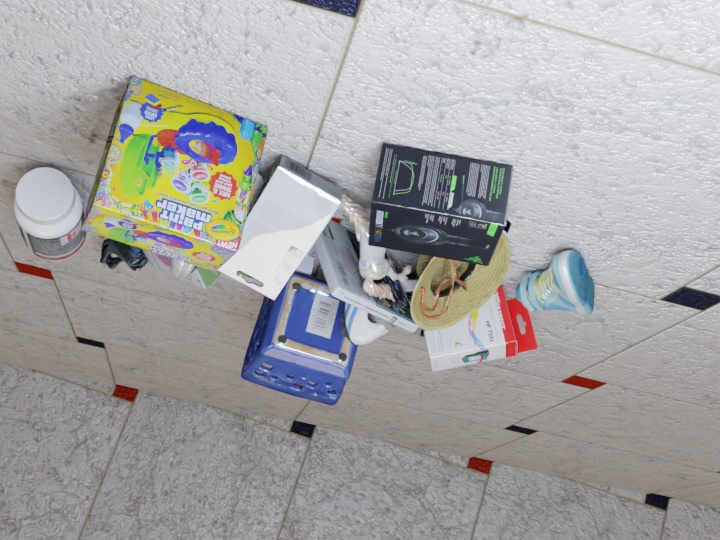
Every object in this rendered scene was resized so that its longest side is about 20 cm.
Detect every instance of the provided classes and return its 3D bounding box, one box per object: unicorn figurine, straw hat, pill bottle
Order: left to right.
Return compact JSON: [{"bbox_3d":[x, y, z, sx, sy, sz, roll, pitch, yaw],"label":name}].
[{"bbox_3d":[-0.544,-0.098,1.691,0.115,0.117,0.200,14,161,-8],"label":"pill bottle"},{"bbox_3d":[0.018,-0.055,1.498,0.074,0.201,0.137,-24,165,38],"label":"unicorn figurine"},{"bbox_3d":[0.140,-0.007,1.570,0.201,0.201,0.085,34,-171,-48],"label":"straw hat"}]

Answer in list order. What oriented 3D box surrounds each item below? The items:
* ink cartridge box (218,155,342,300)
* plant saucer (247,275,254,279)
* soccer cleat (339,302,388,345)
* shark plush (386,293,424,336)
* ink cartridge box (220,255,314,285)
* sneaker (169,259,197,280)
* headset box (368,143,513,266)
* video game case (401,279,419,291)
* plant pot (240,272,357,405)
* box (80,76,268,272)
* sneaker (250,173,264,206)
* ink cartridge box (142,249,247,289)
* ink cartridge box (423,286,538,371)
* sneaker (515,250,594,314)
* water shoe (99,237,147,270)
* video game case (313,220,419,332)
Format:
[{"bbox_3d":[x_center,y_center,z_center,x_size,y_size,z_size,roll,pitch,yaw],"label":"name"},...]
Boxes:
[{"bbox_3d":[-0.124,-0.062,1.454,0.109,0.050,0.200,29,116,-14],"label":"ink cartridge box"},{"bbox_3d":[-0.196,-0.056,1.668,0.199,0.032,0.201,19,146,14],"label":"plant saucer"},{"bbox_3d":[0.004,0.028,1.644,0.086,0.201,0.070,-18,158,21],"label":"soccer cleat"},{"bbox_3d":[0.083,0.077,1.888,0.199,0.083,0.091,-16,110,49],"label":"shark plush"},{"bbox_3d":[-0.219,-0.021,1.837,0.199,0.041,0.199,22,158,-27],"label":"ink cartridge box"},{"bbox_3d":[-0.286,-0.068,1.556,0.099,0.078,0.200,32,135,4],"label":"sneaker"},{"bbox_3d":[0.117,-0.088,1.379,0.199,0.093,0.174,10,161,2],"label":"headset box"},{"bbox_3d":[0.080,0.028,1.745,0.199,0.023,0.182,-1,177,31],"label":"video game case"},{"bbox_3d":[-0.096,0.119,1.812,0.199,0.201,0.180,18,155,-8],"label":"plant pot"},{"bbox_3d":[-0.256,-0.127,1.330,0.199,0.194,0.122,18,160,-20],"label":"box"},{"bbox_3d":[-0.238,-0.147,1.472,0.199,0.077,0.080,21,171,-16],"label":"sneaker"},{"bbox_3d":[-0.302,-0.033,1.693,0.199,0.059,0.104,22,147,31],"label":"ink cartridge box"},{"bbox_3d":[0.214,0.102,1.751,0.199,0.117,0.067,-12,151,2],"label":"ink cartridge box"},{"bbox_3d":[0.312,0.024,1.605,0.130,0.080,0.200,1,157,24],"label":"sneaker"},{"bbox_3d":[-0.412,-0.034,1.851,0.199,0.079,0.071,0,158,30],"label":"water shoe"},{"bbox_3d":[0.000,0.000,1.578,0.181,0.200,0.023,26,118,-36],"label":"video game case"}]
